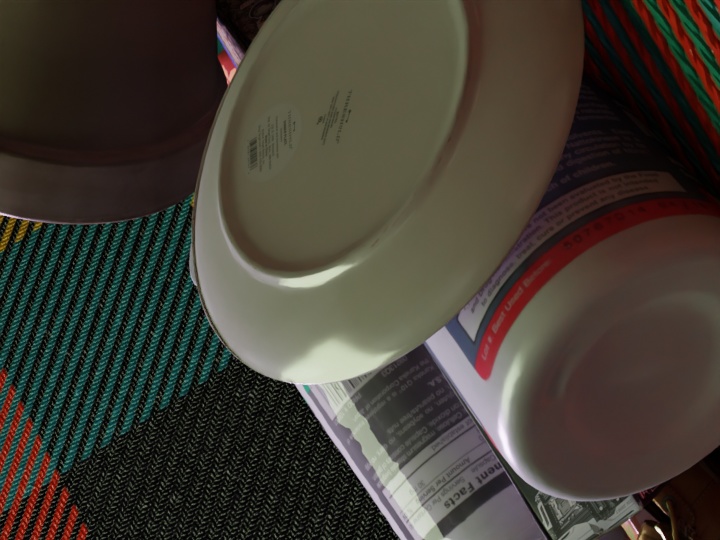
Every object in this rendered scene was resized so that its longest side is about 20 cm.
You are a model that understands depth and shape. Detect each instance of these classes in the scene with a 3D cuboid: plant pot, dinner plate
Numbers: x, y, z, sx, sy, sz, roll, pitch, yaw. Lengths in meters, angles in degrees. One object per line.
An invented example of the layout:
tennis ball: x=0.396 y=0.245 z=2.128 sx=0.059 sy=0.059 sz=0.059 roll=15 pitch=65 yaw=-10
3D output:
plant pot: x=-0.151 y=-0.151 z=1.021 sx=0.200 sy=0.199 sz=0.174 roll=55 pitch=138 yaw=42
dinner plate: x=-0.001 y=-0.055 z=0.739 sx=0.024 sy=0.200 sz=0.200 roll=27 pitch=-163 yaw=-38

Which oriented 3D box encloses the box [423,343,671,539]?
box: x=0.082 y=0.020 z=0.934 sx=0.201 sy=0.050 sz=0.158 roll=57 pitch=-156 yaw=5

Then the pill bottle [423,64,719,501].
pill bottle: x=0.063 y=-0.019 z=0.760 sx=0.200 sy=0.119 sz=0.120 roll=55 pitch=176 yaw=45

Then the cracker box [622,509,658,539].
cracker box: x=0.126 y=0.061 z=1.159 sx=0.201 sy=0.058 sz=0.134 roll=57 pitch=176 yaw=-9

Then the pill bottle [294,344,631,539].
pill bottle: x=0.059 y=0.105 z=1.100 sx=0.200 sy=0.113 sz=0.113 roll=55 pitch=177 yaw=17

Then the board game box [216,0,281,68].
board game box: x=-0.018 y=-0.132 z=1.141 sx=0.160 sy=0.097 sz=0.200 roll=60 pitch=176 yaw=-34

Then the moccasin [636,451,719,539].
moccasin: x=0.167 y=0.134 z=1.029 sx=0.202 sy=0.078 sz=0.074 roll=56 pitch=176 yaw=12

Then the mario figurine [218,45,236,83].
mario figurine: x=-0.057 y=-0.188 z=1.481 sx=0.123 sy=0.106 sz=0.201 roll=19 pitch=-142 yaw=-28

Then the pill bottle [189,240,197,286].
pill bottle: x=0.000 y=0.000 z=1.257 sx=0.199 sy=0.117 sz=0.116 roll=22 pitch=-167 yaw=-24
